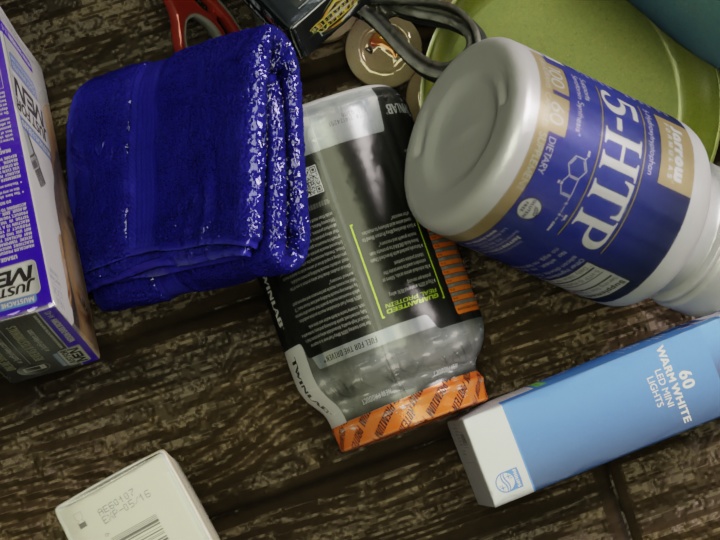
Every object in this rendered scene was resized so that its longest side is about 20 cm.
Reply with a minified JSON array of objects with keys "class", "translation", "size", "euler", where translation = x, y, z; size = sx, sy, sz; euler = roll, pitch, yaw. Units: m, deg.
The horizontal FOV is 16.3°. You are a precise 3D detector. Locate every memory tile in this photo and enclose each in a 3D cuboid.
[{"class":"memory tile","translation":[0.062,-0.166,1.588],"size":[0.199,0.017,0.154],"euler":[36,84,1]}]

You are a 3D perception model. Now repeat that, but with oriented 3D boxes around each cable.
[{"class":"cable","translation":[-0.006,-0.177,1.530],"size":[0.097,0.050,0.200],"euler":[-38,56,2]}]

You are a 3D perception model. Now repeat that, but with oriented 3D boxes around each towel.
[{"class":"towel","translation":[-0.110,-0.059,1.489],"size":[0.049,0.199,0.149],"euler":[0,83,-40]}]

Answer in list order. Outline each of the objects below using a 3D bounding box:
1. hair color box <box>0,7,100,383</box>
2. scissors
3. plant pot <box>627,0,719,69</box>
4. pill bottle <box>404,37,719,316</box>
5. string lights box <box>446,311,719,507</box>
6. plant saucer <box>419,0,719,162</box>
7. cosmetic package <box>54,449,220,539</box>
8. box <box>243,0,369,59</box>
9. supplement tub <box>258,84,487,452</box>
[{"class":"hair color box","translation":[-0.213,-0.046,1.493],"size":[0.064,0.109,0.202],"euler":[-14,70,4]},{"class":"scissors","translation":[-0.129,-0.201,1.537],"size":[0.073,0.014,0.200],"euler":[-49,115,-23]},{"class":"plant pot","translation":[0.232,-0.210,1.490],"size":[0.187,0.200,0.202],"euler":[18,84,-12]},{"class":"pill bottle","translation":[0.137,-0.047,1.479],"size":[0.199,0.119,0.121],"euler":[22,83,-28]},{"class":"string lights box","translation":[0.157,0.080,1.524],"size":[0.199,0.103,0.059],"euler":[-21,87,-4]},{"class":"plant saucer","translation":[0.128,-0.103,1.560],"size":[0.198,0.031,0.202],"euler":[0,91,-14]},{"class":"cosmetic package","translation":[-0.118,0.166,1.457],"size":[0.073,0.200,0.104],"euler":[-28,87,-4]},{"class":"box","translation":[-0.016,-0.250,1.517],"size":[0.200,0.046,0.159],"euler":[-42,69,-6]},{"class":"supplement tub","translation":[0.000,0.000,1.516],"size":[0.122,0.123,0.201],"euler":[-19,85,-4]}]
